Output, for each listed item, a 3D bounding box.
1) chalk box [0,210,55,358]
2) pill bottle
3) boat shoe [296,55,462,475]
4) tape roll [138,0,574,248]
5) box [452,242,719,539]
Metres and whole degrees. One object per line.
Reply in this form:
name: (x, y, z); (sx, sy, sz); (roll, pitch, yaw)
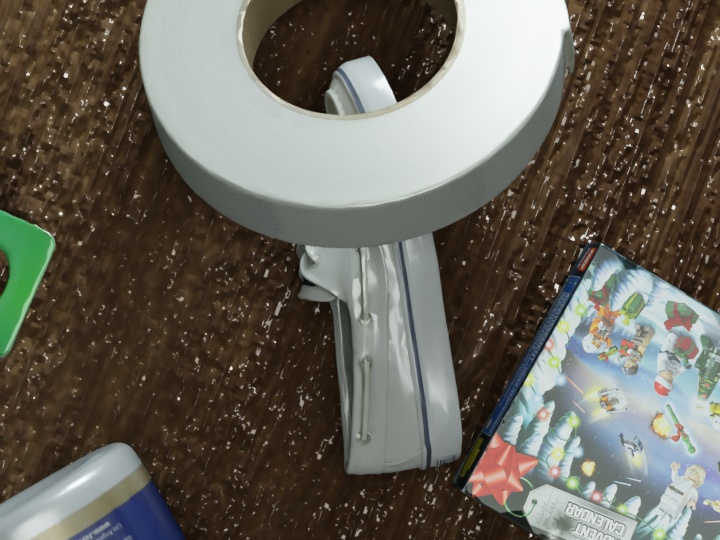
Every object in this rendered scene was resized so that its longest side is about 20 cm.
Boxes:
chalk box: (-0.242, -0.026, 0.983); (0.199, 0.124, 0.125); (23, 86, -7)
pill bottle: (-0.107, 0.192, 1.002); (0.111, 0.111, 0.201); (-30, 93, -6)
boat shoe: (0.000, 0.000, 1.039); (0.065, 0.072, 0.201); (-11, 98, -9)
tape roll: (-0.002, -0.104, 1.003); (0.201, 0.037, 0.204); (-3, 58, 5)
box: (0.163, 0.095, 1.039); (0.199, 0.040, 0.137); (30, 89, -5)
